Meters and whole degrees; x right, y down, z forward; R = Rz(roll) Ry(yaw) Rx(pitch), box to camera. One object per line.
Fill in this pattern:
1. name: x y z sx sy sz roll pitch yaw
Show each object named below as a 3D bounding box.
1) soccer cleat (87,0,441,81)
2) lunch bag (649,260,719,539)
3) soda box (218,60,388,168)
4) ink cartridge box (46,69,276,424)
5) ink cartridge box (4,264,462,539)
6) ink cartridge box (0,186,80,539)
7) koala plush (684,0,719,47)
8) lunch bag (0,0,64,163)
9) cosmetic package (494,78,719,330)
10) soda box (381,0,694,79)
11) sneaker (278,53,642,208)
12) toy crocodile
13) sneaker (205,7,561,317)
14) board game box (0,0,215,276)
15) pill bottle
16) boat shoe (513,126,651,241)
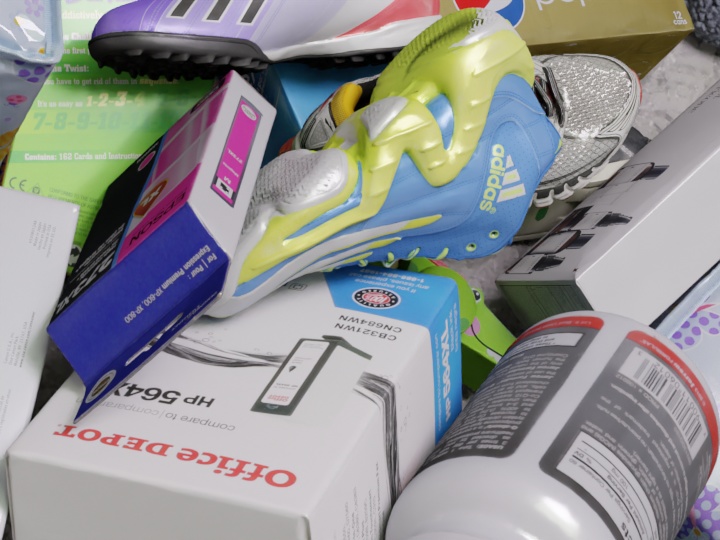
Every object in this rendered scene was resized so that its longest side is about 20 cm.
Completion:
1. soccer cleat: -0.048 -0.135 1.185 0.200 0.068 0.073 -8 91 -32
2. lunch bag: 0.219 0.079 1.257 0.170 0.127 0.200 46 65 2
3. soda box: -0.049 -0.149 1.275 0.068 0.064 0.200 -15 74 -29
4. ink cartridge box: -0.091 -0.015 1.082 0.037 0.095 0.200 42 23 -18
5. ink cartridge box: -0.052 0.075 1.087 0.146 0.084 0.200 10 32 17
6. ink cartridge box: -0.236 0.051 1.079 0.175 0.084 0.200 15 61 -8
7. koala plush: 0.308 -0.231 1.400 0.177 0.200 0.184 16 61 -18
8. lunch bag: -0.205 -0.154 1.141 0.127 0.170 0.200 4 64 -20
9. cosmetic package: 0.169 -0.038 1.250 0.200 0.083 0.051 -41 109 -22
10. soda box: 0.083 -0.140 1.331 0.200 0.068 0.064 -9 71 -28
11. sneaker: 0.061 -0.073 1.199 0.200 0.082 0.078 -16 69 -28
12. toy crocodile: 0.000 0.000 1.228 0.200 0.068 0.062 29 58 -10
13. sneaker: 0.016 -0.026 1.107 0.200 0.076 0.105 -41 110 -5
14. board game box: -0.123 -0.094 1.200 0.095 0.030 0.200 14 85 -19
15. pill bottle: 0.080 0.113 1.078 0.116 0.116 0.200 44 40 -1
16. boat shoe: 0.072 -0.055 1.293 0.200 0.072 0.068 -5 57 -28
